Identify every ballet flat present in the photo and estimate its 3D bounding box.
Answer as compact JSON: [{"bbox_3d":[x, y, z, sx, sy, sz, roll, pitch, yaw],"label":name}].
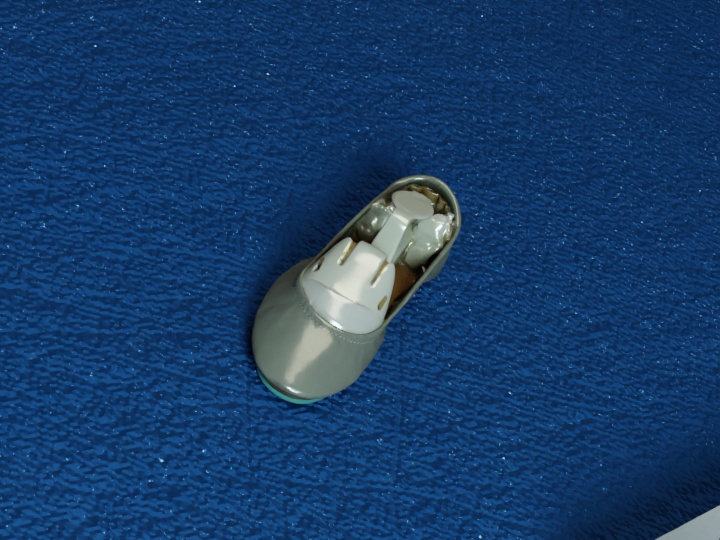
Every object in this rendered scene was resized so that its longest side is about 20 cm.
[{"bbox_3d":[0.000,0.000,1.215,0.067,0.064,0.200,34,33,6],"label":"ballet flat"}]

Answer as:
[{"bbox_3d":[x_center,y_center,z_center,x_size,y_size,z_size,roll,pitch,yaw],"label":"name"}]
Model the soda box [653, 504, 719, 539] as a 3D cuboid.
[{"bbox_3d":[0.188,0.163,1.145,0.068,0.064,0.199,46,35,22],"label":"soda box"}]
